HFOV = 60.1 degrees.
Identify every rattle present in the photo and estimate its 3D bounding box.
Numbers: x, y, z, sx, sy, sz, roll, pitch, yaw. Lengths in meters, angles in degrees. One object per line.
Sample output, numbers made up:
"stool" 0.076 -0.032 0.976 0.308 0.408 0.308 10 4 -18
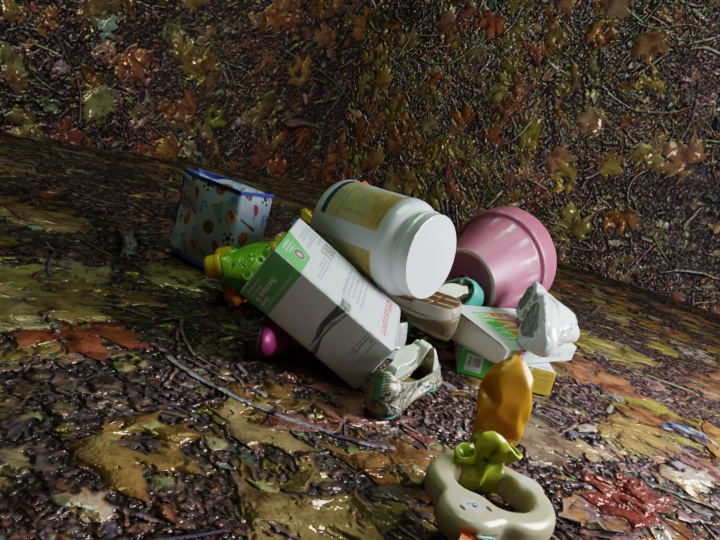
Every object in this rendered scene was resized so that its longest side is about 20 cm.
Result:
"rattle" 0.122 0.174 0.534 0.129 0.145 0.199 38 13 19

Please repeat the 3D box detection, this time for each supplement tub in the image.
"supplement tub" 0.033 -0.048 0.947 0.197 0.148 0.143 23 15 39

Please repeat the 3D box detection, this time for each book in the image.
"book" 0.244 0.108 1.015 0.197 0.049 0.133 4 21 -42

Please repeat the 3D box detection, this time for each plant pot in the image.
"plant pot" 0.237 -0.002 1.154 0.197 0.205 0.177 21 30 34

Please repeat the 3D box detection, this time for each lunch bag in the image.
"lunch bag" -0.282 -0.097 1.217 0.196 0.175 0.123 19 10 28

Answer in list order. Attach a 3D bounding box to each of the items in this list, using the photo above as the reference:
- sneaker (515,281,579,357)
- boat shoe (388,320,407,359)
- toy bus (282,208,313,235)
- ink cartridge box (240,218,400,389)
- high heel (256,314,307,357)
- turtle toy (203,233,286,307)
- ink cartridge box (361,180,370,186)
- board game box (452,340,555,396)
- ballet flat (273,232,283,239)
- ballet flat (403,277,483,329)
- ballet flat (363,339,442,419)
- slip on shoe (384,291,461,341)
"sneaker" 0.300 0.083 0.965 0.098 0.079 0.200 30 24 2
"boat shoe" -0.015 0.066 0.987 0.198 0.088 0.074 20 13 24
"toy bus" -0.077 -0.060 1.205 0.195 0.197 0.136 12 4 0
"ink cartridge box" -0.046 0.042 0.840 0.199 0.084 0.146 41 19 -7
"high heel" -0.077 0.091 0.869 0.093 0.069 0.200 15 2 10
"turtle toy" -0.173 0.003 1.049 0.142 0.104 0.200 -11 10 2
"ink cartridge box" 0.005 -0.034 1.077 0.160 0.201 0.047 42 -13 -6
"board game box" 0.235 0.139 1.057 0.149 0.041 0.200 15 12 4
"ballet flat" -0.161 -0.041 1.365 0.072 0.076 0.200 9 13 -21
"ballet flat" 0.111 0.051 1.055 0.195 0.069 0.071 -14 -34 7
"ballet flat" 0.066 0.131 0.808 0.066 0.077 0.199 17 12 24
"slip on shoe" 0.068 0.050 0.997 0.196 0.062 0.076 20 29 24
